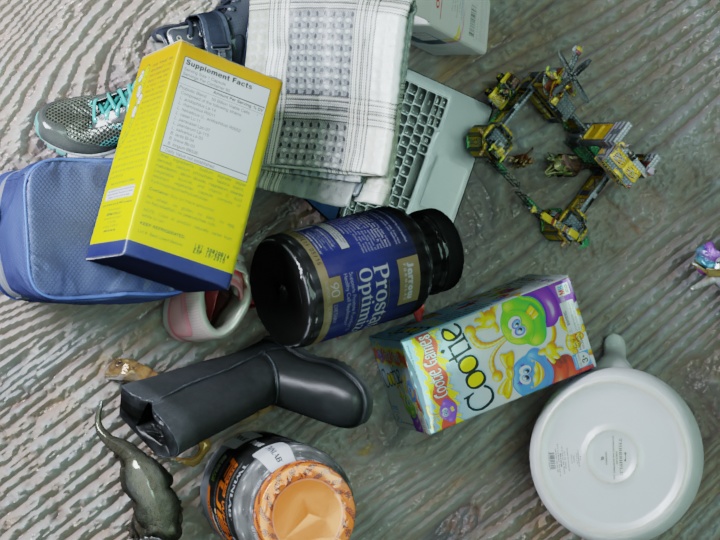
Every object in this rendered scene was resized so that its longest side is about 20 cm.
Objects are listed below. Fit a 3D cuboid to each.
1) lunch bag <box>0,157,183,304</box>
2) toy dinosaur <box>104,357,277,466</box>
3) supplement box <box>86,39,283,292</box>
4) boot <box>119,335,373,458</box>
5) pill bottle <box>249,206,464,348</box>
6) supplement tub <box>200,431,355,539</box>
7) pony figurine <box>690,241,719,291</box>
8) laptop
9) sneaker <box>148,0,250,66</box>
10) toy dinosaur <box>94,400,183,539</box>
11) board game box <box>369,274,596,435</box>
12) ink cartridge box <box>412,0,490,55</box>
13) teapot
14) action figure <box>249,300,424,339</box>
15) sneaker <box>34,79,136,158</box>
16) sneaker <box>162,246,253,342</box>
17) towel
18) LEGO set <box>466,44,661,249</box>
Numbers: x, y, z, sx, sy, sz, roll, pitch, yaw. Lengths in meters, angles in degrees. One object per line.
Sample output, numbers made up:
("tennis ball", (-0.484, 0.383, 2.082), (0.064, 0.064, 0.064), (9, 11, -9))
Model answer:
("lunch bag", (-0.266, -0.035, 1.593), (0.198, 0.132, 0.138), (0, 87, -27))
("toy dinosaur", (-0.162, 0.143, 1.665), (0.198, 0.060, 0.107), (19, 82, -18))
("supplement box", (-0.161, -0.092, 1.516), (0.108, 0.109, 0.202), (19, 79, -26))
("boot", (-0.110, 0.130, 1.599), (0.199, 0.164, 0.066), (-15, 117, -44))
("pill bottle", (0.000, 0.000, 1.625), (0.198, 0.111, 0.113), (-16, 95, -33))
("supplement tub", (-0.079, 0.225, 1.618), (0.121, 0.200, 0.124), (0, 89, -18))
("pony figurine", (0.469, -0.003, 1.844), (0.193, 0.166, 0.200), (-48, 119, -5))
("laptop", (0.042, -0.124, 1.706), (0.198, 0.116, 0.189), (22, 84, -17))
("sneaker", (-0.139, -0.271, 1.666), (0.145, 0.077, 0.205), (-2, 91, -21))
("toy dinosaur", (-0.206, 0.221, 1.628), (0.076, 0.102, 0.202), (-12, 94, -18))
("board game box", (0.128, 0.085, 1.739), (0.198, 0.105, 0.104), (-20, 97, -17))
("ink cartridge box", (0.068, -0.293, 1.678), (0.067, 0.200, 0.119), (4, 87, 25))
("teapot", (0.278, 0.202, 1.774), (0.197, 0.146, 0.201), (40, 95, 15))
("action figure", (-0.036, 0.030, 1.708), (0.197, 0.052, 0.066), (0, 65, -9))
("sneaker", (-0.218, -0.159, 1.618), (0.198, 0.092, 0.078), (-3, 56, -12))
("sneaker", (-0.139, -0.025, 1.646), (0.075, 0.104, 0.203), (11, 87, -29))
("towel", (-0.042, -0.166, 1.584), (0.034, 0.191, 0.203), (-1, 99, -59))
("LEGO set", (0.221, -0.124, 1.754), (0.154, 0.116, 0.201), (-43, 109, -17))
